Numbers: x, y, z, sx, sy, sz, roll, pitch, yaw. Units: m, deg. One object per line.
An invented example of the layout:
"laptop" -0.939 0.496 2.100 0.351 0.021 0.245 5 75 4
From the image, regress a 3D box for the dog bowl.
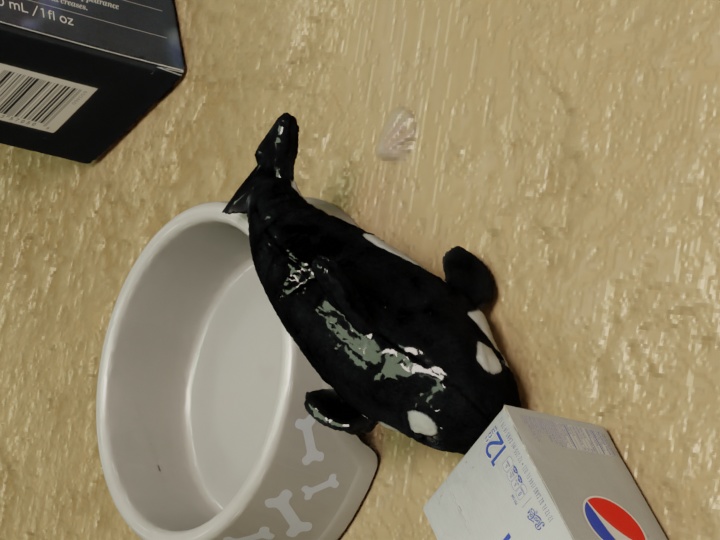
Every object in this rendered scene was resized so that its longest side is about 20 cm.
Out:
"dog bowl" -0.065 0.057 1.282 0.200 0.058 0.201 -19 66 50

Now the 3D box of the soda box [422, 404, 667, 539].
"soda box" 0.100 0.153 1.032 0.068 0.063 0.201 -53 44 28

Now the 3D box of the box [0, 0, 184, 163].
"box" -0.201 -0.183 1.451 0.107 0.148 0.201 -39 52 40

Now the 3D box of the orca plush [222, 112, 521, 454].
"orca plush" 0.000 0.000 1.162 0.105 0.071 0.201 -28 59 1
